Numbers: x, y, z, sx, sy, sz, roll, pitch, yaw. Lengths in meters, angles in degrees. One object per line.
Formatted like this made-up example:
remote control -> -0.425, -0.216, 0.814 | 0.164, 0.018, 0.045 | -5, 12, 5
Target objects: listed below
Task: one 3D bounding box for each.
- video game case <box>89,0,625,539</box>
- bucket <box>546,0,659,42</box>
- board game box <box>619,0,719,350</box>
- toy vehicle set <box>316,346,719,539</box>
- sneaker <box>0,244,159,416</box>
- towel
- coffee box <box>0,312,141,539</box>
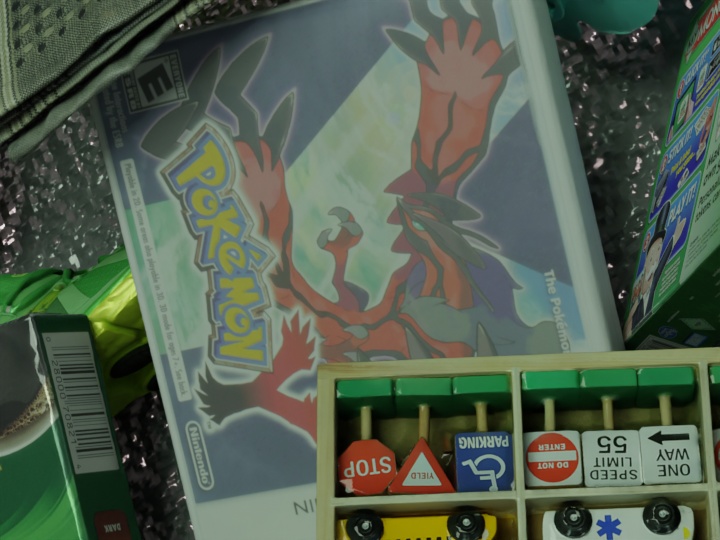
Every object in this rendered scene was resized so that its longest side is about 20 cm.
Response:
video game case -> 0.000, 0.000, 0.890 | 0.181, 0.023, 0.202 | -12, 94, 24
bucket -> 0.071, -0.204, 0.895 | 0.207, 0.134, 0.208 | -40, 38, 39
board game box -> 0.136, -0.058, 0.803 | 0.029, 0.200, 0.136 | 17, 72, -4
toy vehicle set -> 0.084, 0.089, 0.805 | 0.198, 0.027, 0.125 | -3, 64, 2
sneaker -> -0.119, 0.023, 0.991 | 0.199, 0.074, 0.084 | -37, 57, 13
towel -> -0.100, -0.140, 0.932 | 0.192, 0.034, 0.201 | -33, 42, 22
coffee box -> -0.139, 0.127, 0.930 | 0.122, 0.044, 0.202 | -17, 82, 23
